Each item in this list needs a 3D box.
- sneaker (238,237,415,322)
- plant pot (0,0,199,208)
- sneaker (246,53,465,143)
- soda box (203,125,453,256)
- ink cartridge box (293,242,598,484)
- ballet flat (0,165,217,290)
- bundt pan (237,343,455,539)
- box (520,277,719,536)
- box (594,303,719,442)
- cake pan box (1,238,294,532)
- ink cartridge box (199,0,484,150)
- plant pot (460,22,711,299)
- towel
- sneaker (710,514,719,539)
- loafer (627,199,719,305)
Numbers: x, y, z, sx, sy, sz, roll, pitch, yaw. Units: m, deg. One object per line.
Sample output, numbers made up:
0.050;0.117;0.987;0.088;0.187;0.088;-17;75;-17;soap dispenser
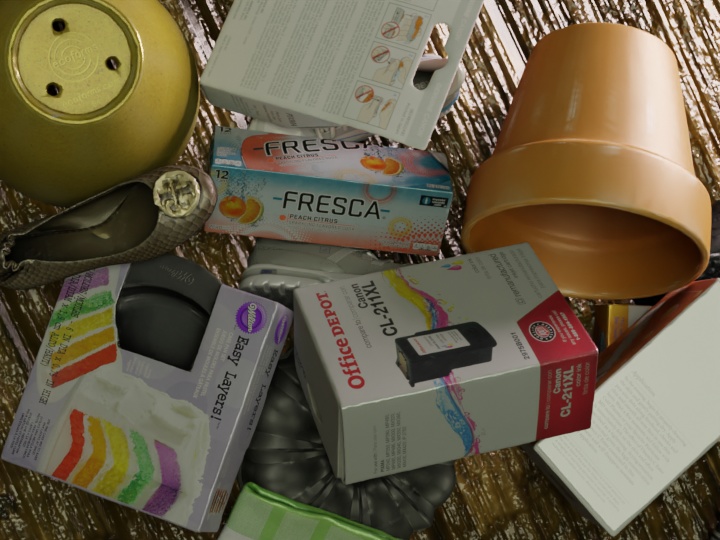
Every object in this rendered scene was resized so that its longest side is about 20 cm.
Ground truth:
0.000;0.000;1.127;0.200;0.075;0.082;8;54;-8;sneaker
-0.223;-0.155;1.064;0.200;0.142;0.200;0;88;-11;plant pot
-0.003;-0.141;1.131;0.200;0.087;0.075;-23;94;-9;sneaker
-0.028;-0.065;1.108;0.200;0.064;0.068;6;126;-9;soda box
0.060;0.068;1.029;0.200;0.146;0.083;-11;130;-12;ink cartridge box
-0.208;-0.033;1.058;0.200;0.046;0.067;-18;74;11;ballet flat
-0.005;0.149;1.124;0.202;0.076;0.202;0;88;-10;bundt pan
0.236;0.109;1.103;0.200;0.124;0.098;-41;89;-4;box
0.307;0.093;1.200;0.200;0.041;0.119;3;87;-8;box
-0.169;0.088;1.077;0.184;0.052;0.200;19;84;13;cake pan box
-0.012;-0.188;1.109;0.200;0.047;0.160;18;75;12;ink cartridge box
0.193;-0.097;1.121;0.200;0.200;0.183;13;69;-9;plant pot
-0.064;0.282;1.092;0.149;0.031;0.200;20;109;-9;towel
0.416;0.245;1.193;0.200;0.078;0.080;20;90;-7;sneaker
0.325;-0.026;1.201;0.200;0.068;0.070;-20;55;-3;loafer
